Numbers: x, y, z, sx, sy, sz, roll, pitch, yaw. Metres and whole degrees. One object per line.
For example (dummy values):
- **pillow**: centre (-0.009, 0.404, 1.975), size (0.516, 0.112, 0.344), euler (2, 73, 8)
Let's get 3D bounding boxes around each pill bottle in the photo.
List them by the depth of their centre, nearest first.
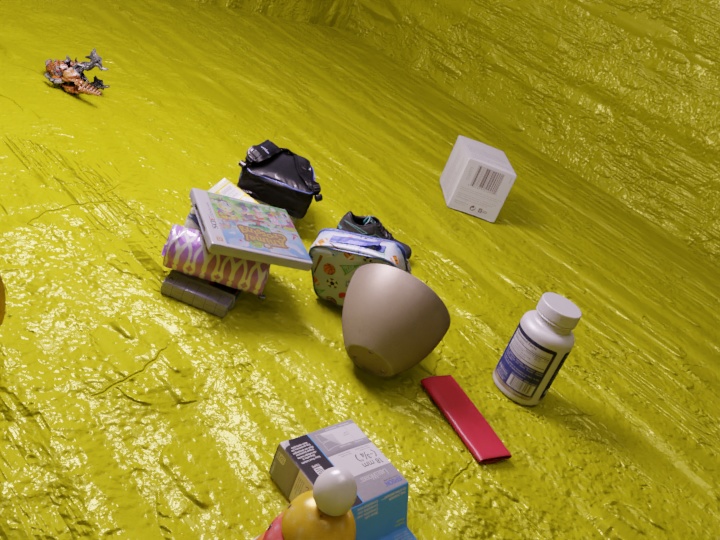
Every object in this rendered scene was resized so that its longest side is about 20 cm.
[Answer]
- **pill bottle**: centre (0.343, 0.149, 1.446), size (0.109, 0.203, 0.112), euler (18, 26, -9)

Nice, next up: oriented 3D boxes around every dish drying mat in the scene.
- **dish drying mat**: centre (0.182, 0.259, 1.320), size (0.075, 0.018, 0.201), euler (3, 34, -34)

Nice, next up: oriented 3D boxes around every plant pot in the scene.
- **plant pot**: centre (0.043, 0.106, 1.328), size (0.198, 0.202, 0.136), euler (28, 60, 9)

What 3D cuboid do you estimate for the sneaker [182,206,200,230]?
- **sneaker**: centre (-0.237, -0.067, 1.426), size (0.196, 0.090, 0.075), euler (12, 23, -29)

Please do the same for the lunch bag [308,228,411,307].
- **lunch bag**: centre (0.000, 0.000, 1.444), size (0.196, 0.163, 0.076), euler (11, 40, 17)

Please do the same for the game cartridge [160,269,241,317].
- **game cartridge**: centre (-0.275, 0.007, 1.391), size (0.127, 0.039, 0.201), euler (18, 27, -2)

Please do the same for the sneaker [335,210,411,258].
- **sneaker**: centre (0.037, -0.077, 1.751), size (0.196, 0.080, 0.076), euler (16, 26, -18)

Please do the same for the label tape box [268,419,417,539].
- **label tape box**: centre (-0.010, 0.305, 1.021), size (0.142, 0.064, 0.200), euler (-7, 39, -45)

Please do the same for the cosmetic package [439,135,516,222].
- **cosmetic package**: centre (0.353, -0.281, 2.291), size (0.162, 0.167, 0.201), euler (18, 27, -11)

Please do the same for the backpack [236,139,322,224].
- **backpack**: centre (-0.188, -0.201, 1.714), size (0.197, 0.155, 0.192), euler (26, 32, -12)

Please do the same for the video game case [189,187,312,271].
- **video game case**: centre (-0.198, -0.075, 1.354), size (0.197, 0.022, 0.183), euler (12, 31, -33)

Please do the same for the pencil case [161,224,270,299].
- **pencil case**: centre (-0.252, -0.019, 1.334), size (0.196, 0.086, 0.085), euler (19, -9, -13)

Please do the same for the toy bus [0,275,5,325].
- **toy bus**: centre (-0.593, 0.051, 0.961), size (0.196, 0.137, 0.194), euler (22, 42, 1)

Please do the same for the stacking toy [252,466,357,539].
- **stacking toy**: centre (-0.049, 0.298, 0.846), size (0.143, 0.203, 0.147), euler (19, 26, -9)

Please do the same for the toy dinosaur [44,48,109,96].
- **toy dinosaur**: centre (-0.715, -0.483, 1.901), size (0.135, 0.103, 0.201), euler (-29, 74, -41)

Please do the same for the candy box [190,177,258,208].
- **candy box**: centre (-0.256, -0.112, 1.581), size (0.199, 0.027, 0.102), euler (37, 65, 24)
